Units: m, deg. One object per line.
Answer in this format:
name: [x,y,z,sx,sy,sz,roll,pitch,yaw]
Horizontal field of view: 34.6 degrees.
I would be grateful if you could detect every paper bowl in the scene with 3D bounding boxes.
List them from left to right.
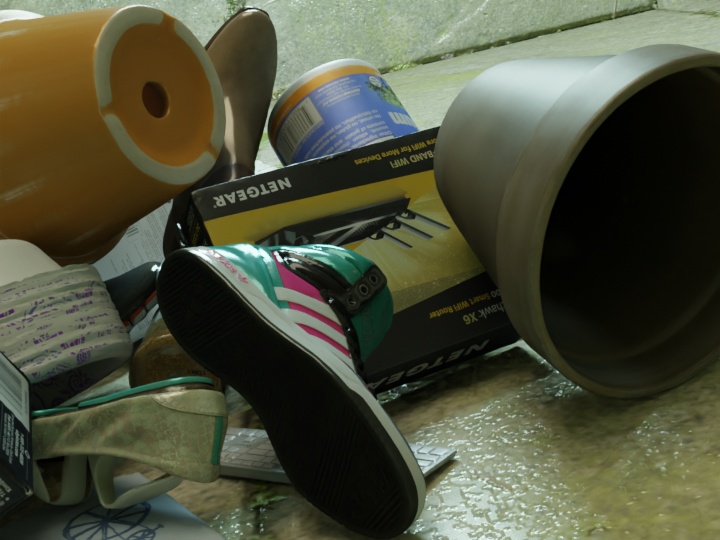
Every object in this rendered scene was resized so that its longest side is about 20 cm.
paper bowl: [-0.260,0.053,0.764,0.199,0.105,0.201,-27,-4,-2]

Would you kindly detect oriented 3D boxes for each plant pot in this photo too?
plant pot: [-0.204,-0.104,0.835,0.182,0.202,0.200,-13,12,36]
plant pot: [0.137,-0.050,0.704,0.198,0.202,0.173,-19,29,-21]

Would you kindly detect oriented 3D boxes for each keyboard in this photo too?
keyboard: [-0.038,0.112,0.699,0.198,0.011,0.056,-1,19,38]

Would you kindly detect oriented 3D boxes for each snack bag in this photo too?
snack bag: [-0.169,0.168,0.585,0.198,0.022,0.188,-20,16,-27]

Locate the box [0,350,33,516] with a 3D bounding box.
box: [-0.277,0.106,0.585,0.199,0.106,0.122,-35,27,1]

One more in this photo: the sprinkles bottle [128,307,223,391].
sprinkles bottle: [-0.130,0.050,0.892,0.067,0.069,0.200,-12,15,2]

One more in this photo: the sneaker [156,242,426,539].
sneaker: [-0.012,0.054,0.649,0.200,0.084,0.120,46,35,22]

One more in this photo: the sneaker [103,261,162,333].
sneaker: [-0.239,0.040,0.893,0.199,0.082,0.077,-35,7,-11]

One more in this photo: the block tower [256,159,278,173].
block tower: [-0.047,-0.040,1.036,0.199,0.055,0.058,26,33,30]

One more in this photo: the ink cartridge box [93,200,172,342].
ink cartridge box: [-0.217,-0.008,1.024,0.076,0.138,0.200,-23,6,34]

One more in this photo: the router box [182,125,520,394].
router box: [0.000,0.000,0.780,0.198,0.158,0.052,-18,-21,-24]

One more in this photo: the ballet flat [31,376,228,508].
ballet flat: [-0.156,0.103,0.648,0.198,0.063,0.067,-14,-15,36]

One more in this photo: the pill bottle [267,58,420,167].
pill bottle: [0.015,-0.061,0.919,0.111,0.201,0.112,-25,-26,-14]

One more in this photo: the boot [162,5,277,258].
boot: [-0.101,-0.084,0.881,0.069,0.202,0.147,11,27,-18]
